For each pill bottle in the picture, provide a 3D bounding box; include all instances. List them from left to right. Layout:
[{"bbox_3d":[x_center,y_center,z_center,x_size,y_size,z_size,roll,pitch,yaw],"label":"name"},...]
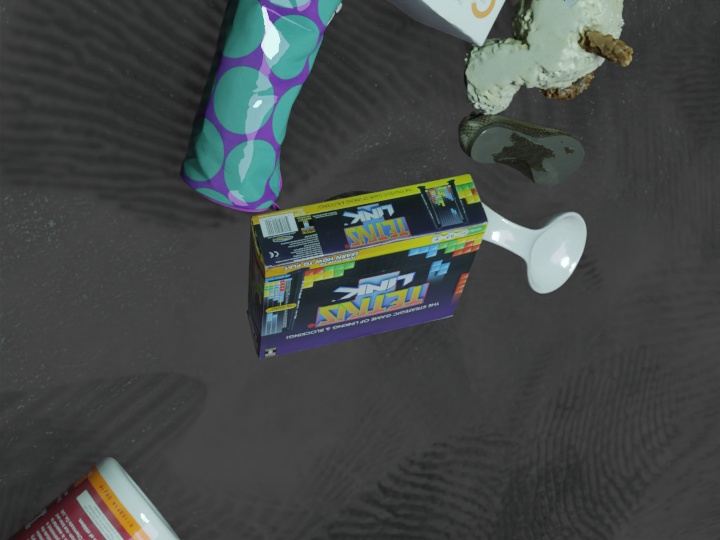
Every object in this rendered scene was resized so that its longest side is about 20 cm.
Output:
[{"bbox_3d":[-0.261,0.268,0.898,0.199,0.113,0.114,-40,133,-15],"label":"pill bottle"}]

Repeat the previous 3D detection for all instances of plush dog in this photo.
[{"bbox_3d":[0.204,-0.243,0.999,0.171,0.159,0.203,-32,138,-57],"label":"plush dog"}]

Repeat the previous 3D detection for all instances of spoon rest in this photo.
[{"bbox_3d":[0.189,-0.030,1.148,0.198,0.060,0.101,16,103,-43],"label":"spoon rest"}]

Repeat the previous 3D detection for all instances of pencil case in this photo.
[{"bbox_3d":[-0.078,-0.152,0.836,0.091,0.085,0.203,13,106,-28],"label":"pencil case"}]

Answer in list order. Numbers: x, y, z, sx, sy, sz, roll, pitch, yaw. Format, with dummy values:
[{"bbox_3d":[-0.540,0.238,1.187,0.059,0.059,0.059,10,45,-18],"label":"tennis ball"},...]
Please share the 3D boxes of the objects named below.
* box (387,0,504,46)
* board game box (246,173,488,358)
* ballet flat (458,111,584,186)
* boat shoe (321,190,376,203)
[{"bbox_3d":[0.083,-0.315,0.871,0.124,0.097,0.202,22,98,-45],"label":"box"},{"bbox_3d":[0.000,0.000,0.922,0.197,0.057,0.166,-12,150,-13],"label":"board game box"},{"bbox_3d":[0.168,-0.131,1.088,0.198,0.046,0.068,5,125,-45],"label":"ballet flat"},{"bbox_3d":[0.035,-0.032,1.008,0.198,0.076,0.073,-3,118,-37],"label":"boat shoe"}]
